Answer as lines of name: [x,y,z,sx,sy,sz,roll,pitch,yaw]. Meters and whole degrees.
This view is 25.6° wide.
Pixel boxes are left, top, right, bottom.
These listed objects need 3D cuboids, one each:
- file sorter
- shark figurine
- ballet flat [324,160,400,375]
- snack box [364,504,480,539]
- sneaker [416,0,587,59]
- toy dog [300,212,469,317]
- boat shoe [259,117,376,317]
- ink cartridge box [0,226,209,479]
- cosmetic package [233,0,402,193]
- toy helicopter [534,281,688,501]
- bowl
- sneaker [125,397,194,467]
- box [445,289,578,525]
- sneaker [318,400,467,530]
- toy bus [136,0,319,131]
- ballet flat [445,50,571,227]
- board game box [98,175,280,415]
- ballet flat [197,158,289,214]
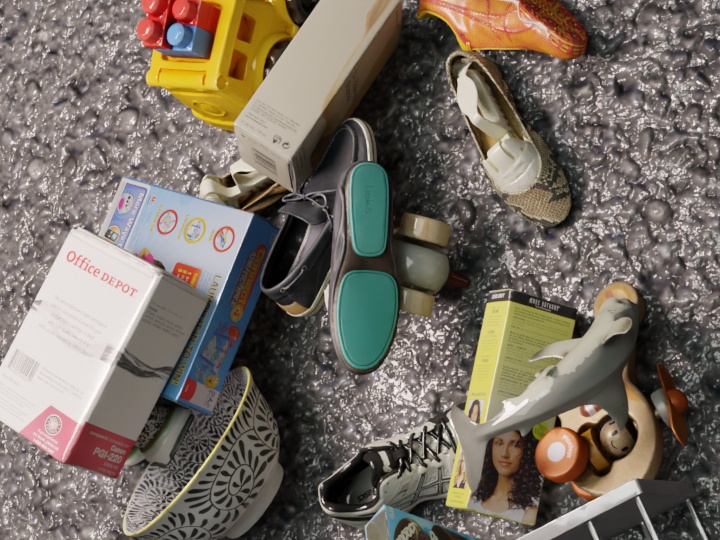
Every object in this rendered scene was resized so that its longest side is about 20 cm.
file sorter: [0.196,0.275,1.333,0.199,0.138,0.125,-31,67,23]
shark figurine: [0.178,0.110,1.335,0.214,0.128,0.090,-38,99,-10]
ballet flat: [0.000,0.000,1.463,0.072,0.073,0.202,-6,76,31]
snack box: [0.068,0.305,1.372,0.037,0.115,0.201,-50,30,31]
sneaker: [0.140,-0.240,1.542,0.199,0.073,0.078,32,119,38]
toy dog: [0.030,-0.011,1.550,0.133,0.096,0.200,-59,41,11]
boat shoe: [-0.041,-0.055,1.526,0.074,0.062,0.202,21,89,51]
ink cartridge box: [-0.257,0.077,1.533,0.145,0.085,0.201,25,88,39]
cosmetic package: [-0.040,-0.187,1.569,0.071,0.105,0.201,31,77,10]
toy helicopter: [0.232,0.102,1.390,0.131,0.079,0.202,-12,60,37]
bowl: [-0.139,0.204,1.571,0.201,0.094,0.201,-47,15,16]
sneaker: [-0.239,0.149,1.635,0.077,0.088,0.200,-58,18,-20]
box: [0.137,0.123,1.432,0.050,0.075,0.202,168,114,-68]
sneaker: [0.049,0.183,1.479,0.199,0.087,0.076,-37,60,19]
toy bus: [-0.149,-0.265,1.649,0.135,0.191,0.202,8,82,35]
ballet flat: [0.130,-0.129,1.505,0.068,0.075,0.201,-36,62,20]
board game box: [-0.198,0.022,1.605,0.195,0.056,0.202,17,81,38]
ballet flat: [-0.121,-0.088,1.659,0.199,0.072,0.068,-30,59,24]
